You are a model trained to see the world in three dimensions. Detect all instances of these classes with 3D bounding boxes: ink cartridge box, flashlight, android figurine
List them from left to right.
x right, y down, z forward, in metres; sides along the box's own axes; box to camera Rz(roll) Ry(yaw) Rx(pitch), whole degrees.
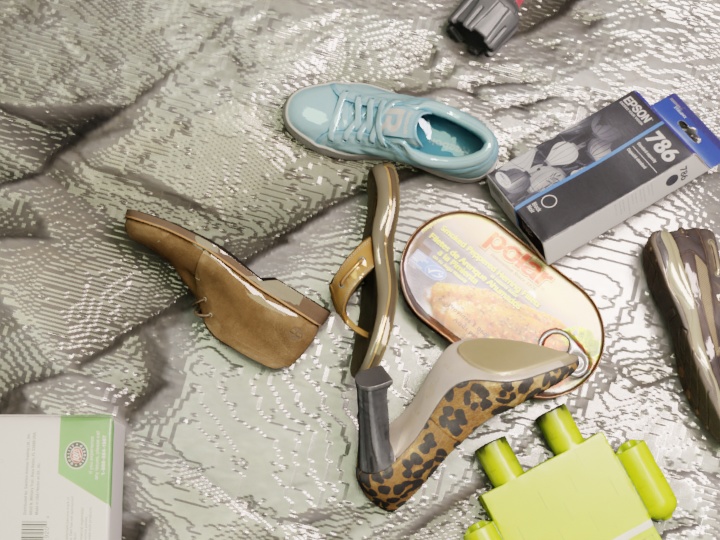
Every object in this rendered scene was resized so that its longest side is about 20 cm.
[{"bbox_3d":[-0.305,0.196,1.322,0.200,0.084,0.146,1,80,-1],"label":"ink cartridge box"},{"bbox_3d":[0.166,-0.281,1.428,0.068,0.068,0.200,38,80,10],"label":"flashlight"},{"bbox_3d":[0.185,0.223,1.357,0.182,0.041,0.200,-25,80,-6],"label":"android figurine"},{"bbox_3d":[0.222,-0.094,1.393,0.200,0.039,0.099,-30,53,-8],"label":"ink cartridge box"}]

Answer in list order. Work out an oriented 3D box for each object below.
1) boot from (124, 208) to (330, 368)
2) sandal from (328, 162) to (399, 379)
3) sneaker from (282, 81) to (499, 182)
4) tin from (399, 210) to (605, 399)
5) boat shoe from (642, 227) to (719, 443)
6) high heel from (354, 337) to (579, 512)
[{"bbox_3d":[-0.130,0.015,1.370,0.200,0.074,0.075,32,91,1],"label":"boot"},{"bbox_3d":[0.000,0.000,1.368,0.054,0.080,0.200,7,74,-12],"label":"sandal"},{"bbox_3d":[0.029,-0.132,1.390,0.200,0.082,0.074,11,79,0],"label":"sneaker"},{"bbox_3d":[0.124,0.031,1.389,0.200,0.042,0.112,39,85,4],"label":"tin"},{"bbox_3d":[0.312,0.053,1.372,0.073,0.074,0.200,-16,82,-4],"label":"boat shoe"},{"bbox_3d":[0.091,0.135,1.351,0.200,0.071,0.143,-9,121,-10],"label":"high heel"}]
